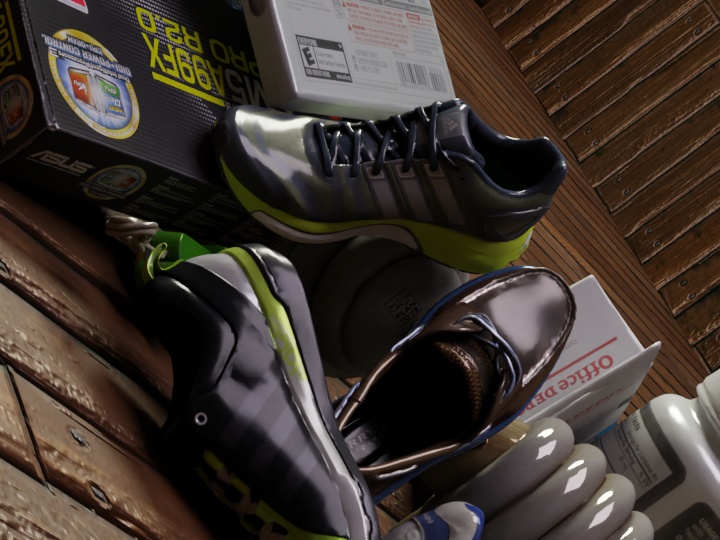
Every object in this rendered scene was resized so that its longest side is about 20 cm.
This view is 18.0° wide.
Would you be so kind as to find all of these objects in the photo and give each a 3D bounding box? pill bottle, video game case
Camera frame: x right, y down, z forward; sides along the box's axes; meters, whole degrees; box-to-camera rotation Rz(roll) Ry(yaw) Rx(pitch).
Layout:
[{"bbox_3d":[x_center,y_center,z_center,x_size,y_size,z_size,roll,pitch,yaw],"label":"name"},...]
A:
[{"bbox_3d":[0.176,0.148,1.365,0.114,0.199,0.114,51,11,-14],"label":"pill bottle"},{"bbox_3d":[-0.017,-0.172,1.248,0.200,0.023,0.183,0,74,-62],"label":"video game case"}]

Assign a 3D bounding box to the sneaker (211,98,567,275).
[{"bbox_3d":[0.017,-0.058,1.155,0.199,0.081,0.074,8,52,-31],"label":"sneaker"}]

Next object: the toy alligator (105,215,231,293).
[{"bbox_3d":[-0.083,0.012,1.116,0.200,0.059,0.055,20,76,-72],"label":"toy alligator"}]

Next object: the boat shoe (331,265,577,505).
[{"bbox_3d":[0.046,0.058,1.133,0.072,0.200,0.072,51,-29,-1],"label":"boat shoe"}]

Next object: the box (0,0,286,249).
[{"bbox_3d":[-0.117,-0.104,1.146,0.199,0.044,0.161,19,47,-50],"label":"box"}]

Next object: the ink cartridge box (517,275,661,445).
[{"bbox_3d":[0.103,0.073,1.361,0.067,0.115,0.200,57,-14,15],"label":"ink cartridge box"}]

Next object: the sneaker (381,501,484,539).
[{"bbox_3d":[0.073,0.205,1.086,0.201,0.088,0.075,55,9,-1],"label":"sneaker"}]

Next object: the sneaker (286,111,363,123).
[{"bbox_3d":[0.004,-0.055,1.371,0.075,0.084,0.201,-60,147,-37],"label":"sneaker"}]

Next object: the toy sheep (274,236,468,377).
[{"bbox_3d":[0.000,0.000,1.265,0.200,0.138,0.138,39,-2,43],"label":"toy sheep"}]

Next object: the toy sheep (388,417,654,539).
[{"bbox_3d":[0.095,0.156,1.210,0.201,0.137,0.138,53,11,-3],"label":"toy sheep"}]

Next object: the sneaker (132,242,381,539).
[{"bbox_3d":[-0.054,0.083,1.020,0.072,0.082,0.202,-46,-122,57],"label":"sneaker"}]
